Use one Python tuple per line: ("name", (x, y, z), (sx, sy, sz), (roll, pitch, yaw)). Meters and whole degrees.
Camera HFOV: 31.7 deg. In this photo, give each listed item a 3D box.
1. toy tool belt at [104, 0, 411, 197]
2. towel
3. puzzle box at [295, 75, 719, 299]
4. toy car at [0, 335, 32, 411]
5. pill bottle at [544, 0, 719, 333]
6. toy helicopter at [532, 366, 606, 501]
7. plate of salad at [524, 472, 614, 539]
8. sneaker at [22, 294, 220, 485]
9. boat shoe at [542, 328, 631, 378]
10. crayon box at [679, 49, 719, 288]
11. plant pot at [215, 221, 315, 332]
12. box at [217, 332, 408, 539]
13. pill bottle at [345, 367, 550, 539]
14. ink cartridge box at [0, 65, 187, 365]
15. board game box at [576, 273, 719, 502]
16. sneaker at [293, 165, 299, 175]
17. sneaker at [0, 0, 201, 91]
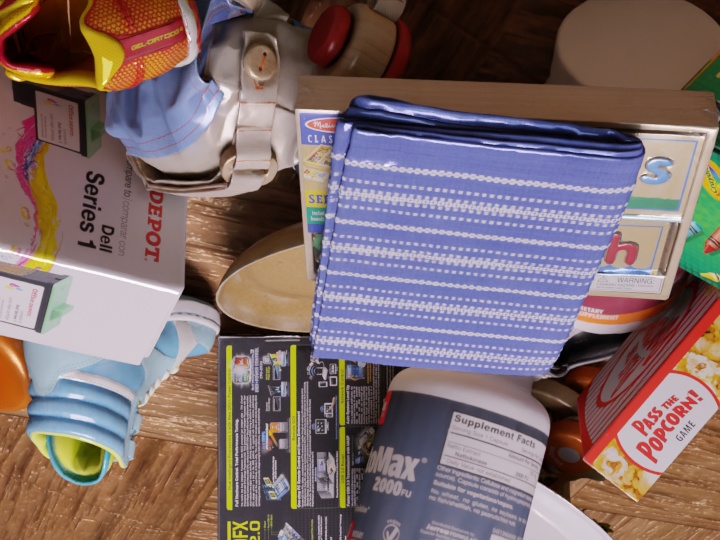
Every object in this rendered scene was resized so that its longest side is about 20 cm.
("toy tool belt", (-0.076, -0.109, 0.673), (0.123, 0.125, 0.200), (23, 159, -27))
("towel", (0.050, -0.010, 0.649), (0.144, 0.024, 0.200), (6, 143, -4))
("puzzle box", (0.069, -0.039, 0.643), (0.200, 0.025, 0.133), (2, 141, 3))
("toy car", (-0.305, 0.050, 0.846), (0.200, 0.150, 0.175), (6, 140, -12))
("pill bottle", (0.159, -0.062, 0.775), (0.114, 0.114, 0.200), (-4, 141, 0))
("toy helicopter", (0.150, 0.165, 1.081), (0.132, 0.079, 0.200), (7, 134, 23))
("plate of salad", (0.129, 0.183, 1.029), (0.200, 0.048, 0.200), (30, 161, 11))
("sneaker", (-0.163, 0.078, 0.866), (0.079, 0.131, 0.200), (-2, 173, 26))
("boat shoe", (0.163, 0.047, 0.955), (0.200, 0.057, 0.067), (-26, 136, 25))
("crayon box", (0.248, -0.094, 0.699), (0.200, 0.058, 0.119), (-44, 142, -17))
("plant pot", (0.000, 0.000, 0.868), (0.200, 0.028, 0.200), (-6, 160, -2))
("box", (-0.029, 0.147, 0.965), (0.160, 0.200, 0.044), (-1, 179, -5))
("pill bottle", (0.067, 0.130, 0.892), (0.119, 0.200, 0.120), (15, 167, 4))
("ink cartridge box", (-0.205, -0.043, 0.743), (0.200, 0.145, 0.084), (15, 137, -22))
("board game box", (0.221, 0.041, 0.824), (0.046, 0.152, 0.200), (37, 101, 1))
("sneaker", (0.042, -0.068, 0.733), (0.200, 0.075, 0.115), (35, 151, 5))
("sneaker", (-0.163, -0.130, 0.637), (0.077, 0.200, 0.073), (-27, 116, -35))
